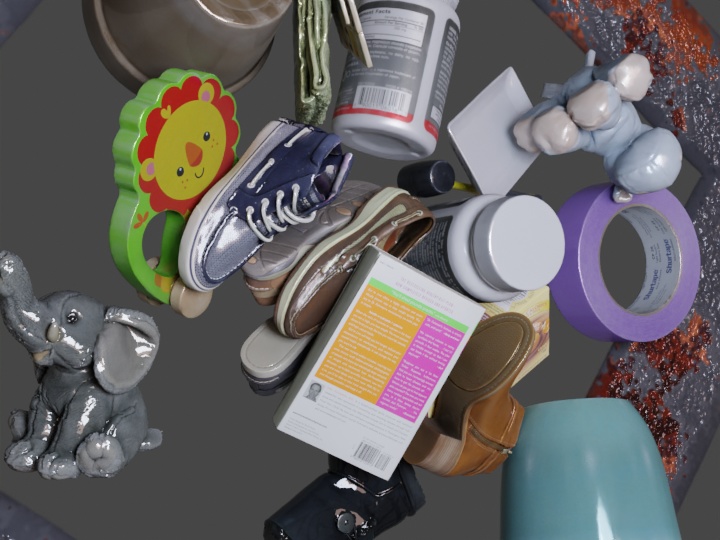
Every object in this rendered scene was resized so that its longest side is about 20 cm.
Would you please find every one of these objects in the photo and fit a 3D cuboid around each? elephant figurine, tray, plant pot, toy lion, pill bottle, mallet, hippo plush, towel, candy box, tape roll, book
[{"bbox_3d":[-0.252,0.080,1.010,0.141,0.155,0.201,2,95,-7],"label":"elephant figurine"},{"bbox_3d":[0.156,-0.154,1.282,0.108,0.022,0.200,59,39,-13],"label":"tray"},{"bbox_3d":[-0.149,-0.271,1.072,0.199,0.173,0.201,3,85,-29],"label":"plant pot"},{"bbox_3d":[-0.174,-0.081,1.056,0.200,0.069,0.192,-61,146,-17],"label":"toy lion"},{"bbox_3d":[0.043,-0.231,1.200,0.114,0.114,0.201,18,79,-27],"label":"pill bottle"},{"bbox_3d":[0.129,-0.094,1.298,0.200,0.066,0.041,8,84,-43],"label":"mallet"},{"bbox_3d":[0.281,-0.147,1.291,0.159,0.200,0.161,-37,103,0],"label":"hippo plush"},{"bbox_3d":[-0.048,-0.223,1.116,0.036,0.200,0.149,0,88,-5],"label":"towel"},{"bbox_3d":[0.127,0.100,1.241,0.200,0.055,0.116,-36,139,-25],"label":"candy box"},{"bbox_3d":[0.328,-0.011,1.382,0.200,0.066,0.201,2,86,-28],"label":"tape roll"},{"bbox_3d":[0.249,0.231,1.257,0.200,0.200,0.161,4,73,-29],"label":"plant pot"},{"bbox_3d":[0.020,0.094,1.101,0.133,0.048,0.200,29,95,-18],"label":"book"},{"bbox_3d":[0.119,-0.021,1.189,0.114,0.200,0.114,2,86,-29],"label":"pill bottle"}]

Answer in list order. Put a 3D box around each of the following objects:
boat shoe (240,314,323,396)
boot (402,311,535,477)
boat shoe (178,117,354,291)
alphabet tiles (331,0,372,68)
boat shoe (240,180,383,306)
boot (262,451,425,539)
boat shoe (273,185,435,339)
[{"bbox_3d":[-0.048,0.060,1.185,0.200,0.073,0.063,-39,148,-31],"label":"boat shoe"},{"bbox_3d":[0.140,0.136,1.177,0.200,0.074,0.155,-51,143,14],"label":"boot"},{"bbox_3d":[-0.087,-0.060,1.052,0.200,0.093,0.075,-60,138,-19],"label":"boat shoe"},{"bbox_3d":[-0.031,-0.292,1.082,0.008,0.200,0.168,-19,111,-3],"label":"alphabet tiles"},{"bbox_3d":[-0.049,-0.031,1.179,0.200,0.076,0.072,-33,137,-32],"label":"boat shoe"},{"bbox_3d":[-0.033,0.219,1.161,0.168,0.076,0.201,-35,110,-30],"label":"boot"},{"bbox_3d":[-0.002,-0.004,1.129,0.202,0.075,0.075,-49,145,-17],"label":"boat shoe"}]
